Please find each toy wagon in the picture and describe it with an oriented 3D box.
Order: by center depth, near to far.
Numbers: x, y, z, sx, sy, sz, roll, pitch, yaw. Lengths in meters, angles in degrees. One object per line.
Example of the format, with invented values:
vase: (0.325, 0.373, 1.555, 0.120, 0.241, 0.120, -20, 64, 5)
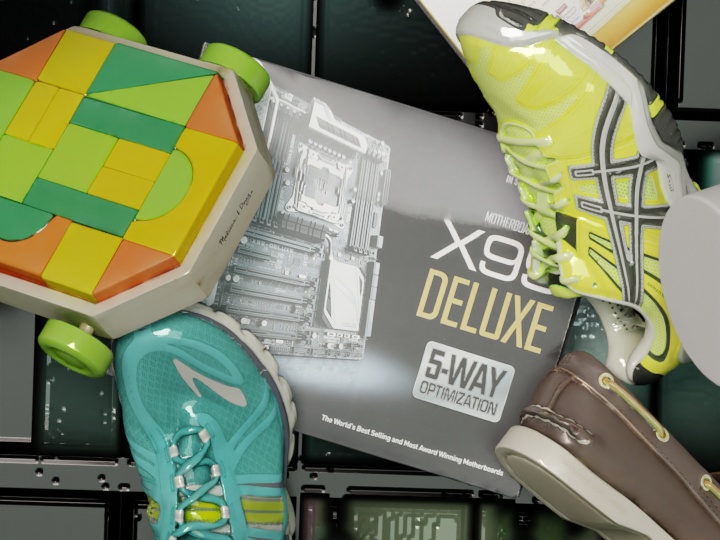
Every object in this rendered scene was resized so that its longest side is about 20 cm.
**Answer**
toy wagon: (-0.136, -0.043, 1.263, 0.199, 0.040, 0.156, 18, 69, 30)

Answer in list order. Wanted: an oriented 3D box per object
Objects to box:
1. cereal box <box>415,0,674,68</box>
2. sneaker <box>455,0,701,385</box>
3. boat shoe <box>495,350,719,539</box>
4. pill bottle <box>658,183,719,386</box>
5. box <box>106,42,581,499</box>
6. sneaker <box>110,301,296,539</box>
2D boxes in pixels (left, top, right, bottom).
cereal box: (0.065, -0.188, 1.319, 0.144, 0.040, 0.200, -38, 92, 2)
sneaker: (0.101, -0.032, 1.249, 0.076, 0.075, 0.200, -47, 115, -17)
boat shoe: (0.148, 0.114, 1.306, 0.200, 0.072, 0.060, 39, 74, -22)
pill bottle: (0.234, -0.015, 1.232, 0.199, 0.112, 0.113, -15, 93, -21)
box: (0.000, 0.000, 1.318, 0.199, 0.050, 0.159, 18, 91, -3)
sneaker: (-0.064, 0.105, 1.269, 0.077, 0.080, 0.201, -7, 116, 12)
